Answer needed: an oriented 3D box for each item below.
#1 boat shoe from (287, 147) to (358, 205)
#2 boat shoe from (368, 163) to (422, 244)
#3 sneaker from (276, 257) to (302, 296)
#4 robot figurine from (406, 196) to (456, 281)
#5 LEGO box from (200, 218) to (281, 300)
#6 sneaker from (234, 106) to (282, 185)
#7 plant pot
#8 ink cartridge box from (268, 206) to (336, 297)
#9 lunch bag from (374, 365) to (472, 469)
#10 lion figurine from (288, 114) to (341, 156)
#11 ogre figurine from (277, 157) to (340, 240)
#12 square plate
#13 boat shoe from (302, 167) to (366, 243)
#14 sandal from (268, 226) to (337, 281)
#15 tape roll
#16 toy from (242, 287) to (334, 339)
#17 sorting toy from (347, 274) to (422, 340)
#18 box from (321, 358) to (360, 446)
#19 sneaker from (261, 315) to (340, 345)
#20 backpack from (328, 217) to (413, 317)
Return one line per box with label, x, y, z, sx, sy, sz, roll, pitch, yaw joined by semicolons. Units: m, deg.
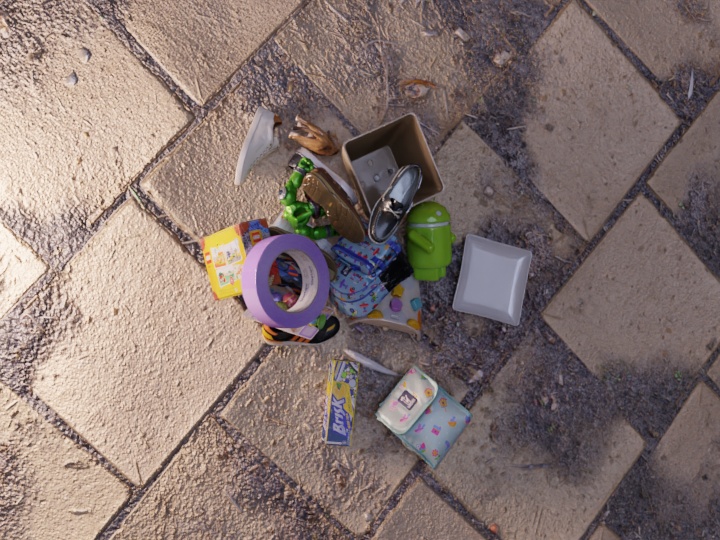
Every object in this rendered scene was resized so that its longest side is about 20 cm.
boat shoe;-0.094;-0.217;1.756;0.199;0.072;0.068;40;78;-6
boat shoe;0.079;-0.156;1.618;0.074;0.060;0.204;25;83;-12
sneaker;-0.170;0.000;1.697;0.197;0.075;0.080;30;63;-20
robot figurine;0.172;-0.079;1.777;0.113;0.174;0.206;4;103;31
LEGO box;-0.280;-0.022;1.633;0.076;0.198;0.153;-14;91;-39
sneaker;-0.246;-0.295;1.723;0.083;0.073;0.205;22;82;-8
plant pot;0.060;-0.239;1.737;0.196;0.177;0.204;-25;94;-13
ink cartridge box;-0.157;-0.035;1.755;0.199;0.050;0.164;41;78;-21
lunch bag;0.154;0.361;1.763;0.199;0.122;0.171;42;82;0
lion figurine;-0.106;-0.316;1.700;0.120;0.200;0.074;27;102;-4
ogre figurine;-0.128;-0.153;1.684;0.119;0.097;0.204;-34;134;-26
square plate;0.346;0.025;1.868;0.193;0.028;0.206;14;84;-12
boat shoe;-0.049;-0.156;1.643;0.201;0.071;0.068;51;43;-11
sandal;-0.135;-0.048;1.659;0.197;0.054;0.081;31;126;1
tape roll;-0.163;0.024;1.552;0.196;0.065;0.207;2;87;-40
toy;-0.170;0.086;1.660;0.196;0.048;0.115;19;42;22
sorting toy;0.081;0.059;1.785;0.194;0.107;0.185;13;66;-12
box;-0.050;0.325;1.745;0.068;0.064;0.206;7;85;-13
sneaker;-0.141;0.136;1.710;0.194;0.091;0.072;-5;65;-12
backpack;0.000;0.000;1.704;0.200;0.181;0.135;-45;138;-11
